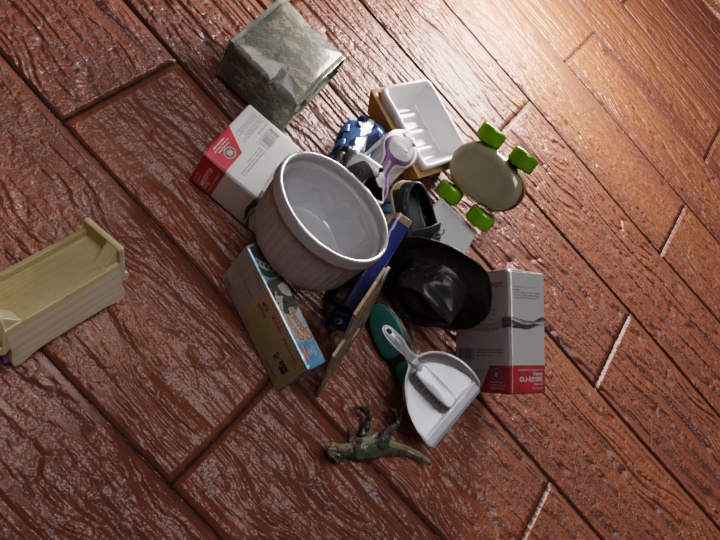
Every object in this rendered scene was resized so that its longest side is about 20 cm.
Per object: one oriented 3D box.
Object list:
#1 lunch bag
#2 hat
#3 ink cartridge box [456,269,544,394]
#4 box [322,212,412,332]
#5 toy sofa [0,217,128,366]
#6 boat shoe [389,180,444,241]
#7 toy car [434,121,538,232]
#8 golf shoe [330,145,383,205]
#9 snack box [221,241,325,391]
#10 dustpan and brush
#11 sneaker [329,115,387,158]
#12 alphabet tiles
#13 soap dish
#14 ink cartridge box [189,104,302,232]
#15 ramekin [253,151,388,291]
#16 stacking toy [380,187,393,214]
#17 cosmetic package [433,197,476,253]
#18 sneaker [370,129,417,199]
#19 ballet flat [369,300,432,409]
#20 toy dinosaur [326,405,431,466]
[{"bbox_3d":[-0.137,-0.382,1.266,0.164,0.117,0.201,41,56,-7],"label":"lunch bag"},{"bbox_3d":[0.113,0.043,1.138,0.200,0.200,0.081,42,42,-7],"label":"hat"},{"bbox_3d":[0.239,0.106,1.202,0.083,0.144,0.204,3,83,-31],"label":"ink cartridge box"},{"bbox_3d":[0.000,0.000,1.113,0.032,0.121,0.202,33,81,-18],"label":"box"},{"bbox_3d":[-0.412,0.026,0.920,0.082,0.098,0.200,35,48,19],"label":"toy sofa"},{"bbox_3d":[0.105,-0.058,1.187,0.074,0.062,0.203,-17,93,-30],"label":"boat shoe"},{"bbox_3d":[0.269,-0.177,1.385,0.158,0.165,0.199,43,17,20],"label":"toy car"},{"bbox_3d":[-0.010,-0.103,1.154,0.093,0.202,0.078,20,45,14],"label":"golf shoe"},{"bbox_3d":[-0.134,0.070,1.042,0.037,0.116,0.202,-21,79,-37],"label":"snack box"},{"bbox_3d":[0.098,0.165,1.109,0.200,0.057,0.140,46,71,-2],"label":"dustpan and brush"},{"bbox_3d":[-0.022,-0.227,1.294,0.082,0.074,0.200,47,44,0],"label":"sneaker"},{"bbox_3d":[-0.009,0.087,1.065,0.007,0.201,0.168,30,51,7],"label":"alphabet tiles"},{"bbox_3d":[0.113,-0.279,1.397,0.156,0.081,0.202,-21,79,-38],"label":"soap dish"},{"bbox_3d":[-0.157,-0.150,1.157,0.199,0.084,0.145,40,51,-9],"label":"ink cartridge box"},{"bbox_3d":[-0.065,-0.065,1.031,0.198,0.105,0.202,29,39,-26],"label":"ramekin"},{"bbox_3d":[0.038,-0.055,1.233,0.085,0.085,0.201,41,68,-7],"label":"stacking toy"},{"bbox_3d":[0.128,-0.028,1.288,0.101,0.071,0.201,40,51,-8],"label":"cosmetic package"},{"bbox_3d":[0.030,-0.185,1.277,0.075,0.099,0.201,47,60,-17],"label":"sneaker"},{"bbox_3d":[0.079,0.141,1.183,0.072,0.067,0.202,-16,75,-57],"label":"ballet flat"},{"bbox_3d":[0.028,0.261,1.097,0.197,0.047,0.090,10,76,-29],"label":"toy dinosaur"}]
